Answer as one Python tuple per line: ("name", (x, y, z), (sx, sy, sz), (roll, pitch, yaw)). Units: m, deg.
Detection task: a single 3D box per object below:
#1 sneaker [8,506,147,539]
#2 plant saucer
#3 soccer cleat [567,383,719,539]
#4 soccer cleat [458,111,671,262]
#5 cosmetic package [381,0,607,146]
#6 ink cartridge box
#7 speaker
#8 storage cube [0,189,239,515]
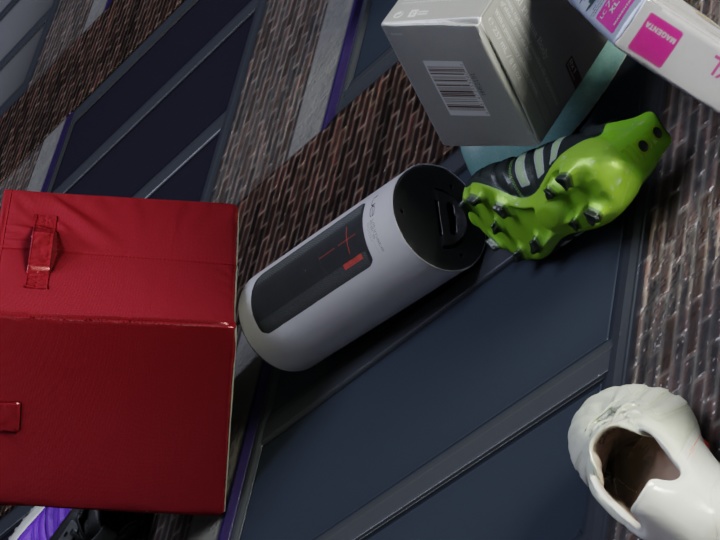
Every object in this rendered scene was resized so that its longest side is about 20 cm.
("sneaker", (-0.219, 0.208, 1.955), (0.201, 0.069, 0.099), (-61, 23, -4))
("plant saucer", (0.124, -0.153, 1.730), (0.200, 0.036, 0.200), (-47, 23, 27))
("soccer cleat", (0.143, 0.095, 1.282), (0.069, 0.077, 0.200), (-56, 21, 5))
("soccer cleat", (0.128, -0.054, 1.559), (0.081, 0.068, 0.200), (-40, 10, -21))
("cosmetic package", (0.107, -0.182, 1.597), (0.090, 0.107, 0.200), (4, 47, 41))
("ink cartridge box", (0.177, -0.146, 1.481), (0.042, 0.119, 0.200), (-55, 22, 14))
("speaker", (0.000, 0.000, 1.736), (0.200, 0.081, 0.081), (-33, 32, 48))
("storage cube", (-0.183, 0.059, 1.838), (0.171, 0.179, 0.201), (-94, 9, -57))
